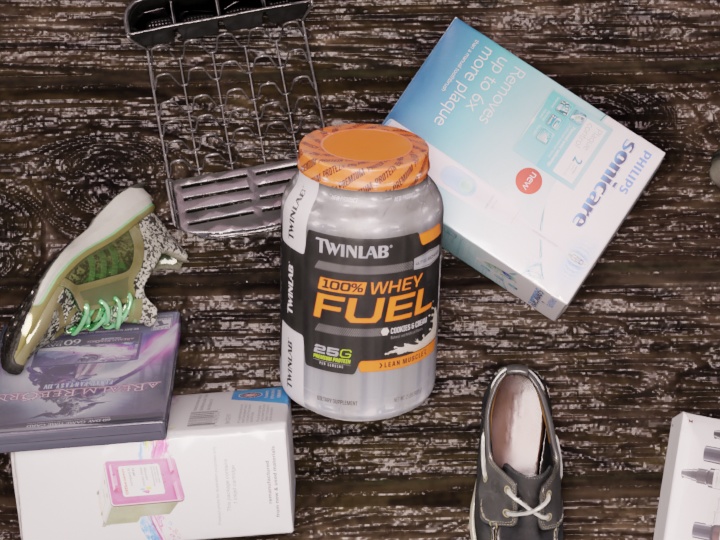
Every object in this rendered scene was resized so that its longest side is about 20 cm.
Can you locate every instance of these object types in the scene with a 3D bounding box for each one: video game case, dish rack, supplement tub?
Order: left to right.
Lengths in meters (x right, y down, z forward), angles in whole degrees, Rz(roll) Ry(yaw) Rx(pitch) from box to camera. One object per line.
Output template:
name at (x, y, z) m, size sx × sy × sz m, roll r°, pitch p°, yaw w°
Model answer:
video game case at (-0.209, 0.080, 1.336) m, size 0.142 × 0.200 × 0.019 m, roll -5°, pitch 111°, yaw -1°
dish rack at (-0.099, -0.129, 1.441) m, size 0.152 × 0.055 × 0.201 m, roll -11°, pitch 79°, yaw -1°
supplement tub at (0.000, 0.000, 1.338) m, size 0.122 × 0.123 × 0.201 m, roll 1°, pitch 114°, yaw 0°

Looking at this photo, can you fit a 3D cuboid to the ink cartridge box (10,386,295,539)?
ink cartridge box at (-0.150, 0.145, 1.334) m, size 0.199 × 0.145 × 0.085 m, roll -3°, pitch 97°, yaw -1°

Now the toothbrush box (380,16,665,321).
toothbrush box at (0.115, -0.078, 1.416) m, size 0.200 × 0.085 × 0.147 m, roll 35°, pitch 81°, yaw 5°

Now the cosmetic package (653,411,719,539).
cosmetic package at (0.266, 0.216, 1.375) m, size 0.082 × 0.051 × 0.201 m, roll 10°, pitch 79°, yaw 3°

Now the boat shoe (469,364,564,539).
boat shoe at (0.121, 0.172, 1.376) m, size 0.071 × 0.068 × 0.201 m, roll -1°, pitch 80°, yaw -2°

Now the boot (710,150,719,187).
boot at (0.344, -0.002, 1.405) m, size 0.199 × 0.068 × 0.131 m, roll 29°, pitch 84°, yaw 5°

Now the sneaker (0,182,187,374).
sneaker at (-0.197, 0.017, 1.373) m, size 0.089 × 0.077 × 0.200 m, roll 40°, pitch 52°, yaw -3°
